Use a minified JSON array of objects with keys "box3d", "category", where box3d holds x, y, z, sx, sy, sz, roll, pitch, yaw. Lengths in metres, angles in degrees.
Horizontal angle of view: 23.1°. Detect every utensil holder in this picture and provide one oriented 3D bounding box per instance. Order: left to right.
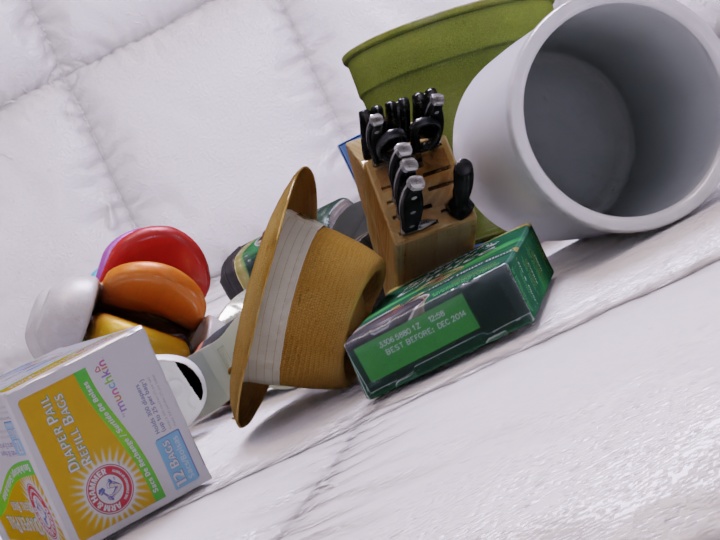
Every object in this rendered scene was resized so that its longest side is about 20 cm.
[{"box3d":[0.165,-0.108,1.309,0.169,0.171,0.200,-27,3,-11],"category":"utensil holder"}]

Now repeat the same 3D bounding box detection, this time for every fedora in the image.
[{"box3d":[-0.031,0.026,1.226,0.081,0.203,0.201,15,10,5],"category":"fedora"}]

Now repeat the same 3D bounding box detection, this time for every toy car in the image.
[{"box3d":[-0.194,0.033,1.561,0.173,0.151,0.200,19,-9,-15],"category":"toy car"}]

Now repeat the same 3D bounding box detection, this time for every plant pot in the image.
[{"box3d":[0.105,-0.124,1.573,0.198,0.195,0.200,-16,-2,-1],"category":"plant pot"}]

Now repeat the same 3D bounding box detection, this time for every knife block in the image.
[{"box3d":[0.046,-0.034,1.254,0.063,0.202,0.176,-17,23,-6],"category":"knife block"}]

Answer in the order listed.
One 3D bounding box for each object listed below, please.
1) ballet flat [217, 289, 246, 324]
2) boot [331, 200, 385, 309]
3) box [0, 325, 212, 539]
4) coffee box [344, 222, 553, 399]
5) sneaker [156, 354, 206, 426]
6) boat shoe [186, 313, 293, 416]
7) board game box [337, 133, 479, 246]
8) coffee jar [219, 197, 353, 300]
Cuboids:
[{"box3d":[-0.075,0.039,1.719,0.062,0.068,0.200,-12,11,31],"category":"ballet flat"},{"box3d":[0.000,0.000,1.484,0.138,0.078,0.200,-24,22,50],"category":"boot"},{"box3d":[-0.193,0.114,1.169,0.101,0.113,0.200,-26,4,-25],"category":"box"},{"box3d":[0.063,0.023,1.177,0.122,0.044,0.200,-27,3,14],"category":"coffee box"},{"box3d":[-0.199,0.112,1.452,0.199,0.081,0.147,-31,7,16],"category":"sneaker"},{"box3d":[-0.074,0.063,1.405,0.062,0.072,0.199,-26,-2,-45],"category":"boat shoe"},{"box3d":[0.099,-0.097,1.704,0.198,0.152,0.037,-26,3,5],"category":"board game box"},{"box3d":[-0.089,-0.018,2.338,0.199,0.086,0.104,-24,12,30],"category":"coffee jar"}]
